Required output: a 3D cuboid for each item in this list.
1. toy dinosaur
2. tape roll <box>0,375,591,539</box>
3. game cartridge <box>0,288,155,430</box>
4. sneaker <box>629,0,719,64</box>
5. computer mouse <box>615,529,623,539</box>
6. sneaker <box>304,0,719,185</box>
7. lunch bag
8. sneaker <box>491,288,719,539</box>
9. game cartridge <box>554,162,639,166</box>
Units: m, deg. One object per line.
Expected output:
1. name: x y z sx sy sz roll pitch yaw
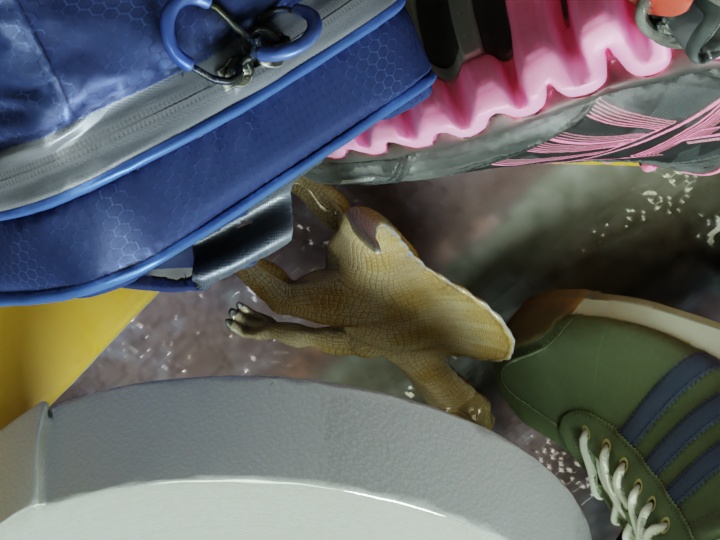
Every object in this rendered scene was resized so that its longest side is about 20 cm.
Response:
1. toy dinosaur: 0.000 0.000 0.837 0.101 0.058 0.200 21 161 20
2. tape roll: -0.029 0.099 0.830 0.202 0.037 0.203 2 146 1
3. game cartridge: -0.182 0.010 0.825 0.200 0.032 0.176 -45 116 -14
4. sneaker: 0.067 -0.093 0.691 0.199 0.077 0.082 7 101 39
5. computer mouse: 0.176 0.095 0.912 0.199 0.053 0.139 2 133 -3
6. sneaker: 0.071 -0.053 0.777 0.199 0.079 0.095 -14 139 21
7. lunch bag: -0.075 -0.060 0.728 0.200 0.136 0.133 0 119 56
8. sneaker: 0.103 0.070 0.818 0.200 0.090 0.067 17 151 40
9. game cartridge: 0.030 -0.120 0.789 0.175 0.033 0.201 3 129 6
